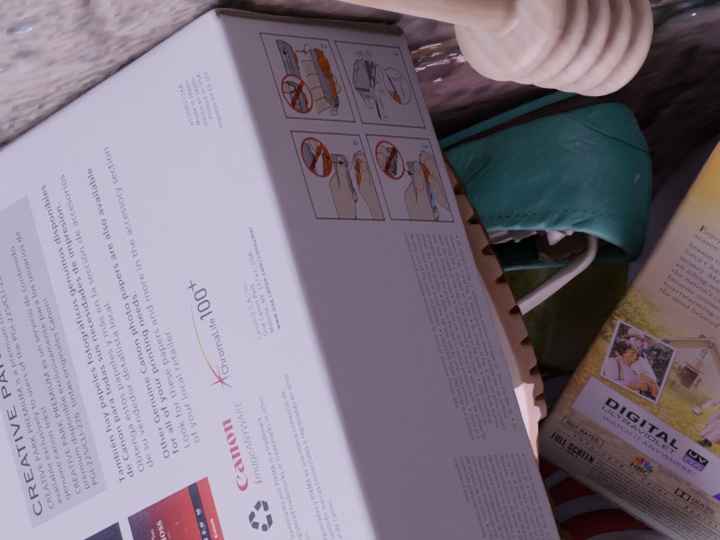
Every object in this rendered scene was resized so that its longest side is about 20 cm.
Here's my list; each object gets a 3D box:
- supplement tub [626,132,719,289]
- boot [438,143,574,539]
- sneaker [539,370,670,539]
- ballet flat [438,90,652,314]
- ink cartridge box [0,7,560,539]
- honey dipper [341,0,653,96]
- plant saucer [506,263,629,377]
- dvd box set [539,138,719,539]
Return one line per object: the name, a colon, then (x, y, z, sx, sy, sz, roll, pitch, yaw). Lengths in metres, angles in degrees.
supplement tub: (0.212, 0.014, 1.071, 0.199, 0.146, 0.145, -3, 161, -42)
boot: (0.004, 0.049, 0.888, 0.107, 0.201, 0.075, -13, -164, -3)
sneaker: (0.153, 0.109, 1.101, 0.199, 0.113, 0.071, 14, 122, -12)
ballet flat: (0.000, 0.000, 0.944, 0.199, 0.071, 0.067, -17, 162, 4)
ink cartridge box: (-0.046, 0.054, 0.835, 0.175, 0.201, 0.084, -27, 162, 38)
honey dipper: (0.003, -0.072, 0.750, 0.038, 0.038, 0.200, -27, 160, 37)
plant saucer: (0.021, 0.045, 1.181, 0.199, 0.048, 0.200, -20, 165, 15)
dvd box set: (0.148, 0.036, 0.924, 0.029, 0.146, 0.200, -55, 174, -37)
